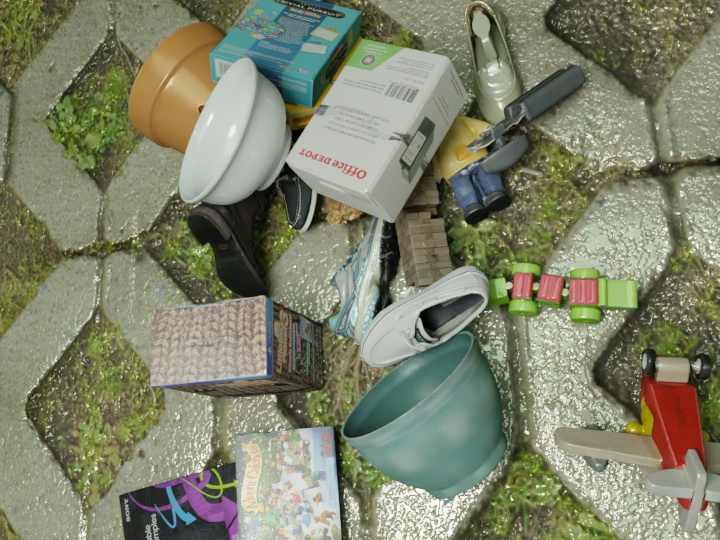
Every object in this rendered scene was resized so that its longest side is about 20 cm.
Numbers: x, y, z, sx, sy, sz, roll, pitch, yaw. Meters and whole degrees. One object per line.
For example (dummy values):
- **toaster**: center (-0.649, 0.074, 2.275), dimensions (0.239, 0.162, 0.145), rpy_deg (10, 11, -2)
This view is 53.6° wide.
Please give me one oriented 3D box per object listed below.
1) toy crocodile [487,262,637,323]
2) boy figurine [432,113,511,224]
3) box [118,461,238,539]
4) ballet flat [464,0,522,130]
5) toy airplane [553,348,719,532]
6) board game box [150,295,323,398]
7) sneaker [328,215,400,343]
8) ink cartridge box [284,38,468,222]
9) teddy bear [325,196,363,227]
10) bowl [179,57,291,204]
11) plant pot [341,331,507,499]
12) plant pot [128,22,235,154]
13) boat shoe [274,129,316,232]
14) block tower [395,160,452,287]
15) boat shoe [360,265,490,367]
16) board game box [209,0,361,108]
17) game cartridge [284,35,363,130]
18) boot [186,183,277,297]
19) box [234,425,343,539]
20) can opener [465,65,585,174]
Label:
- **toy crocodile**: center (0.252, 0.027, 0.918), dimensions (0.199, 0.062, 0.068), rpy_deg (5, 78, 18)
- **boy figurine**: center (0.144, -0.170, 1.003), dimensions (0.124, 0.064, 0.201), rpy_deg (-26, 73, 15)
- **box**: center (-0.240, 0.363, 1.003), dimensions (0.199, 0.036, 0.144), rpy_deg (-19, 71, 13)
- **ballet flat**: center (0.187, -0.299, 1.021), dimensions (0.069, 0.069, 0.201), rpy_deg (-14, 73, 14)
- **toy airplane**: center (0.351, 0.202, 0.800), dimensions (0.199, 0.142, 0.200), rpy_deg (-29, 50, -25)
- **board game box**: center (-0.157, 0.109, 0.953), dimensions (0.159, 0.200, 0.097), rpy_deg (-8, 74, 16)
- **sneaker**: center (0.000, 0.000, 0.999), dimensions (0.086, 0.078, 0.201), rpy_deg (6, 78, 23)
- **ink cartridge box**: center (0.021, -0.181, 0.910), dimensions (0.145, 0.084, 0.201), rpy_deg (25, 79, 35)
- **teddy bear**: center (-0.012, -0.154, 1.027), dimensions (0.145, 0.067, 0.200), rpy_deg (-43, 42, 18)
- **bowl**: center (-0.152, -0.165, 0.928), dimensions (0.201, 0.090, 0.202), rpy_deg (-36, 42, 41)
- **plant pot**: center (0.094, 0.190, 0.872), dimensions (0.200, 0.200, 0.134), rpy_deg (-36, 95, 6)
- **plant pot**: center (-0.226, -0.249, 1.077), dimensions (0.140, 0.200, 0.200), rpy_deg (39, 90, 12)
- **boat shoe**: center (-0.106, -0.153, 1.067), dimensions (0.076, 0.060, 0.201), rpy_deg (-37, 51, 50)
- **block tower**: center (0.080, -0.073, 0.985), dimensions (0.054, 0.058, 0.201), rpy_deg (-6, 77, -15)
- **boat shoe**: center (0.077, 0.068, 0.907), dimensions (0.200, 0.065, 0.074), rpy_deg (-41, 106, 21)
- **board game box**: center (-0.102, -0.323, 1.021), dimensions (0.150, 0.047, 0.200), rpy_deg (18, 49, 9)
- **game cartridge**: center (-0.057, -0.292, 1.052), dimensions (0.175, 0.033, 0.200), rpy_deg (-17, 49, -16)
- **boot**: center (-0.161, -0.076, 1.054), dimensions (0.069, 0.201, 0.175), rpy_deg (-1, 44, 28)
- **box**: center (-0.094, 0.315, 0.948), dimensions (0.136, 0.038, 0.201), rpy_deg (-5, 74, 0)
- **can opener**: center (0.229, -0.202, 0.969), dimensions (0.200, 0.053, 0.067), rpy_deg (-35, 105, -16)
